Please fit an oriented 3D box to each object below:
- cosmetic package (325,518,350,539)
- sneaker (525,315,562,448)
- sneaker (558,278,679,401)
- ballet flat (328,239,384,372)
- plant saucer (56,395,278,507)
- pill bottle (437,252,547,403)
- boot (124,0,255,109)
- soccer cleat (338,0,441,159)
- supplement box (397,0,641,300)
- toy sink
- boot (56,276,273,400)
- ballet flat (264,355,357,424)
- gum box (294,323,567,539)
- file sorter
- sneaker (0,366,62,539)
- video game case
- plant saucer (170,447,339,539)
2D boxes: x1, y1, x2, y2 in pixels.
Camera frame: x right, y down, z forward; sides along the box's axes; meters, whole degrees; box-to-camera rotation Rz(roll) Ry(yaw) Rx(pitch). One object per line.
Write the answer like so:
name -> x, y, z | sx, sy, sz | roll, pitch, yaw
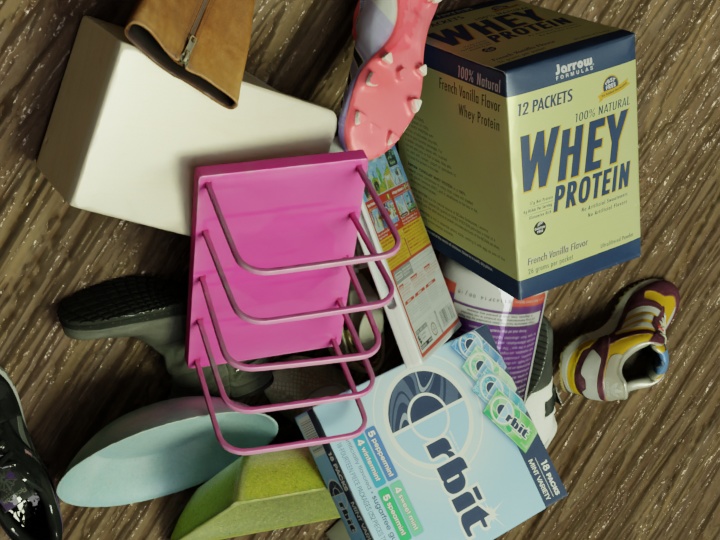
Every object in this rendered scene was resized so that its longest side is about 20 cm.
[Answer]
cosmetic package -> 0.063, 0.293, 1.315 | 0.107, 0.200, 0.085 | -41, 123, -5
sneaker -> 0.170, 0.136, 1.401 | 0.088, 0.074, 0.203 | -4, 112, -47
sneaker -> 0.295, 0.078, 1.405 | 0.199, 0.089, 0.076 | -37, 125, -35
ballet flat -> 0.000, 0.000, 1.234 | 0.067, 0.062, 0.202 | -16, 117, -23
plant saucer -> -0.171, 0.151, 1.176 | 0.199, 0.039, 0.201 | -18, 158, -8
pill bottle -> 0.114, 0.085, 1.314 | 0.110, 0.111, 0.203 | -1, 110, -29
boot -> -0.077, -0.215, 1.043 | 0.188, 0.068, 0.202 | 33, 54, -35
soccer cleat -> 0.017, -0.182, 1.131 | 0.066, 0.076, 0.202 | 26, 73, -34
supplement box -> 0.134, -0.115, 1.189 | 0.133, 0.200, 0.202 | -18, 117, -23
toy sink -> -0.141, -0.107, 1.090 | 0.198, 0.112, 0.132 | 13, 104, -33
boot -> -0.163, 0.073, 1.181 | 0.198, 0.068, 0.132 | -10, 118, -26
ballet flat -> -0.009, 0.144, 1.298 | 0.199, 0.062, 0.068 | 35, 90, -35
gum box -> 0.065, 0.163, 1.176 | 0.198, 0.044, 0.171 | -23, 84, -31
file sorter -> -0.054, 0.029, 1.057 | 0.137, 0.126, 0.202 | -7, 133, -19
sneaker -> -0.298, 0.152, 1.119 | 0.075, 0.087, 0.201 | -32, 122, -14
video game case -> 0.031, -0.027, 1.174 | 0.017, 0.143, 0.202 | -19, 95, 21
plant saucer -> -0.062, 0.199, 1.244 | 0.198, 0.200, 0.048 | -5, 71, -28
